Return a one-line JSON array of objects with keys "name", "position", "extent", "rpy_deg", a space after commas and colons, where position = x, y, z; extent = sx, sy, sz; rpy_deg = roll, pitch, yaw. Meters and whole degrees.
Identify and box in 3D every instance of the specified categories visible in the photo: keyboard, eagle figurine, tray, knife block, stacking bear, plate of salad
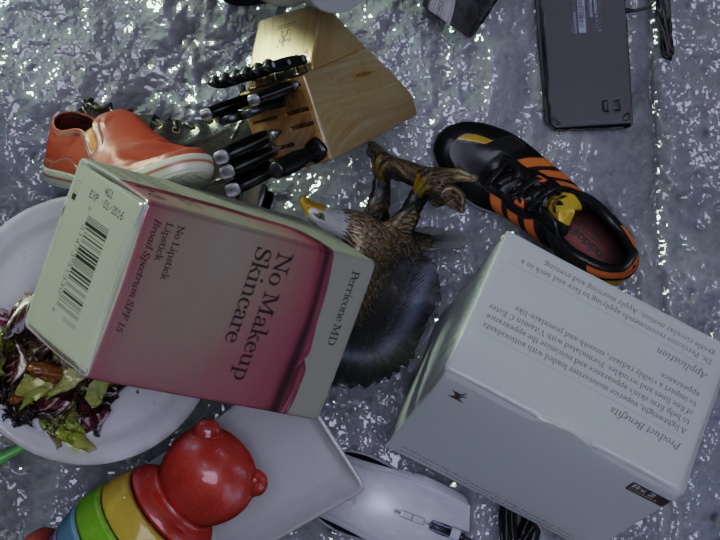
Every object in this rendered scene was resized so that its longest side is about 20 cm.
[{"name": "keyboard", "position": [0.214, -0.222, 1.413], "extent": [0.126, 0.021, 0.201], "rpy_deg": [-3, 86, 1]}, {"name": "eagle figurine", "position": [-0.006, -0.004, 1.308], "extent": [0.150, 0.152, 0.201], "rpy_deg": [29, 83, -1]}, {"name": "tray", "position": [-0.084, 0.160, 1.297], "extent": [0.200, 0.022, 0.108], "rpy_deg": [-34, 89, 38]}, {"name": "knife block", "position": [-0.040, -0.107, 1.275], "extent": [0.064, 0.200, 0.176], "rpy_deg": [-11, 57, 32]}, {"name": "stacking bear", "position": [-0.162, 0.199, 1.266], "extent": [0.200, 0.114, 0.122], "rpy_deg": [-42, 90, 13]}, {"name": "plate of salad", "position": [-0.198, 0.043, 1.211], "extent": [0.199, 0.048, 0.201], "rpy_deg": [2, 85, -22]}]

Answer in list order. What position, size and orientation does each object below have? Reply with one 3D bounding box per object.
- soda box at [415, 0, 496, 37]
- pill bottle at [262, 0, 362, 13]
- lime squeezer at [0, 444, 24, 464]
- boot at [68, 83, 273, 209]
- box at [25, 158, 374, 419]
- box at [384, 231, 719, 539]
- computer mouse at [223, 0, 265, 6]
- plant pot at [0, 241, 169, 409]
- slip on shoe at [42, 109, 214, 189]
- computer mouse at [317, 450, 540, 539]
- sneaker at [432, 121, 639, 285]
[{"name": "soda box", "position": [0.033, -0.283, 1.368], "extent": [0.200, 0.063, 0.071], "rpy_deg": [34, 119, -1]}, {"name": "pill bottle", "position": [-0.075, -0.271, 1.267], "extent": [0.200, 0.111, 0.111], "rpy_deg": [34, 81, 38]}, {"name": "lime squeezer", "position": [-0.334, 0.210, 1.318], "extent": [0.070, 0.038, 0.201], "rpy_deg": [27, 83, -2]}, {"name": "boot", "position": [-0.149, -0.115, 1.351], "extent": [0.173, 0.069, 0.201], "rpy_deg": [13, 77, 4]}, {"name": "box", "position": [-0.111, 0.016, 1.149], "extent": [0.199, 0.109, 0.128], "rpy_deg": [14, 99, -38]}, {"name": "box", "position": [0.148, 0.100, 1.278], "extent": [0.198, 0.200, 0.131], "rpy_deg": [28, 64, -2]}, {"name": "computer mouse", "position": [-0.042, -0.266, 1.338], "extent": [0.199, 0.034, 0.059], "rpy_deg": [-20, 95, 28]}, {"name": "plant pot", "position": [-0.227, 0.050, 1.294], "extent": [0.199, 0.141, 0.142], "rpy_deg": [0, 85, -13]}, {"name": "slip on shoe", "position": [-0.181, -0.091, 1.243], "extent": [0.074, 0.200, 0.062], "rpy_deg": [-7, 101, -37]}, {"name": "computer mouse", "position": [0.051, 0.209, 1.349], "extent": [0.199, 0.044, 0.110], "rpy_deg": [20, 85, -3]}, {"name": "sneaker", "position": [0.151, -0.061, 1.358], "extent": [0.200, 0.090, 0.070], "rpy_deg": [38, 83, -1]}]
